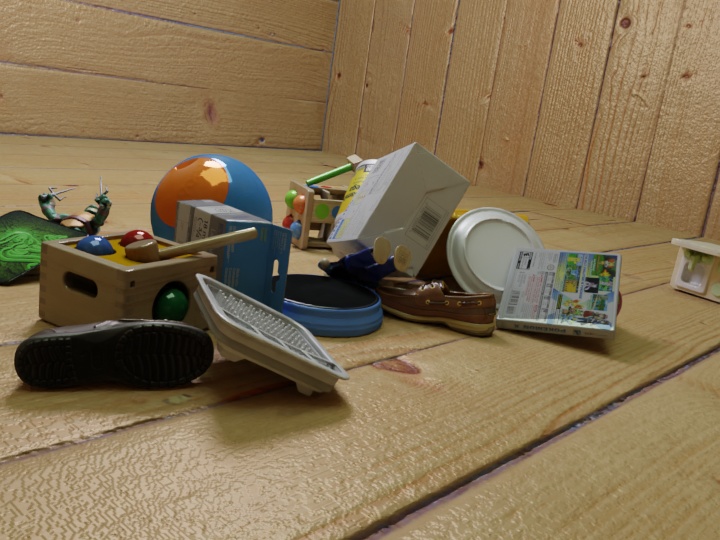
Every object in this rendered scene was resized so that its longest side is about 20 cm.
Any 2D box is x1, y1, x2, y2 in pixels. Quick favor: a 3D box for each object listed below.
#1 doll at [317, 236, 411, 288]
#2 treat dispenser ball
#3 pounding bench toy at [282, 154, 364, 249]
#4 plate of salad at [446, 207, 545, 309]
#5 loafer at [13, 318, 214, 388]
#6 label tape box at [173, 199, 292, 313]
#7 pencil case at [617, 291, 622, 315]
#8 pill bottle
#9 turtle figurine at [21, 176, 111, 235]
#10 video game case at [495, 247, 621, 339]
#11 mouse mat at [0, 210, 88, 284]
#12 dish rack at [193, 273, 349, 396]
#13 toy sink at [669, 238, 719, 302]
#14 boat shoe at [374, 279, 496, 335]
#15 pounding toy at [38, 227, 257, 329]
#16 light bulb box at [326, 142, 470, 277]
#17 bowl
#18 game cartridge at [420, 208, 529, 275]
[{"bbox_3d":[0.000,0.000,1.198,0.136,0.049,0.200,21,-23,-28],"label":"doll"},{"bbox_3d":[-0.245,-0.091,1.222,0.199,0.202,0.201,8,13,-2],"label":"treat dispenser ball"},{"bbox_3d":[-0.079,-0.154,1.585,0.155,0.201,0.124,3,15,-25],"label":"pounding bench toy"},{"bbox_3d":[0.246,-0.020,1.336,0.199,0.201,0.048,5,-24,-13],"label":"plate of salad"},{"bbox_3d":[-0.257,0.079,0.786,0.199,0.074,0.071,4,14,-21],"label":"loafer"},{"bbox_3d":[-0.190,-0.011,1.045,0.063,0.145,0.199,-5,19,-44],"label":"label tape box"},{"bbox_3d":[0.381,0.035,1.323,0.087,0.088,0.200,4,15,-16],"label":"pencil case"},{"bbox_3d":[0.014,-0.113,1.469,0.112,0.201,0.113,15,-29,9],"label":"pill bottle"},{"bbox_3d":[-0.496,-0.088,1.283,0.149,0.101,0.200,-7,27,14],"label":"turtle figurine"},{"bbox_3d":[0.330,0.032,1.214,0.181,0.022,0.200,4,38,20],"label":"video game case"},{"bbox_3d":[-0.541,-0.041,1.135,0.199,0.008,0.161,17,38,29],"label":"mouse mat"},{"bbox_3d":[-0.114,0.077,0.852,0.171,0.044,0.200,29,4,-26],"label":"dish rack"},{"bbox_3d":[0.784,0.002,1.649,0.199,0.113,0.130,3,14,-42],"label":"toy sink"},{"bbox_3d":[0.117,0.046,1.158,0.199,0.068,0.072,12,14,16],"label":"boat shoe"},{"bbox_3d":[-0.269,0.003,0.944,0.199,0.143,0.184,15,16,29],"label":"pounding toy"},{"bbox_3d":[0.060,-0.099,1.300,0.124,0.199,0.200,34,-9,-14],"label":"light bulb box"},{"bbox_3d":[-0.063,0.047,1.109,0.199,0.040,0.201,8,14,-2],"label":"bowl"},{"bbox_3d":[0.203,-0.053,1.436,0.199,0.177,0.033,4,53,-19],"label":"game cartridge"}]
